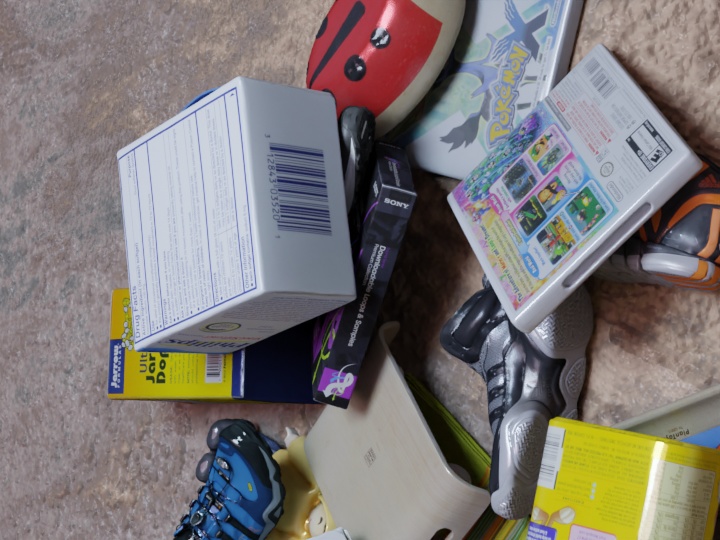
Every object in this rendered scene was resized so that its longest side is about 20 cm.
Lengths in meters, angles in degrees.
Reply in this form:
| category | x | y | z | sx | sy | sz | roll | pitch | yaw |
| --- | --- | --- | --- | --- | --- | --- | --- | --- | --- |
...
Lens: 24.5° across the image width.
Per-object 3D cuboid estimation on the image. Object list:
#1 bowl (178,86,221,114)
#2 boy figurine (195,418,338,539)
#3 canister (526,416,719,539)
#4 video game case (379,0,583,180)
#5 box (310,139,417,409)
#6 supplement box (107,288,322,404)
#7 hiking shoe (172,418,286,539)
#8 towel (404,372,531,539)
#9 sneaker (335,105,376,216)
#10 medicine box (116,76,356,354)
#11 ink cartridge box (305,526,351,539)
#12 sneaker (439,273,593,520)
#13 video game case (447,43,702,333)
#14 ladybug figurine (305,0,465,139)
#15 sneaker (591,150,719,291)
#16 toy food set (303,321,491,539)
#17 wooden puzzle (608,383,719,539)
| category | x | y | z | sx | sy | sz | roll | pitch | yaw |
| --- | --- | --- | --- | --- | --- | --- | --- | --- | --- |
| bowl | -0.134 | -0.080 | 1.634 | 0.200 | 0.039 | 0.202 | -12 | 71 | 41 |
| boy figurine | -0.069 | 0.213 | 1.527 | 0.200 | 0.064 | 0.125 | 31 | 103 | 44 |
| canister | 0.183 | 0.217 | 1.205 | 0.148 | 0.086 | 0.202 | 8 | 85 | 47 |
| video game case | 0.103 | -0.178 | 1.438 | 0.182 | 0.022 | 0.202 | 18 | 97 | 44 |
| box | 0.000 | 0.000 | 1.435 | 0.143 | 0.036 | 0.201 | -98 | 26 | -71 |
| supplement box | -0.138 | 0.071 | 1.577 | 0.199 | 0.108 | 0.110 | -4 | 81 | 43 |
| hiking shoe | -0.122 | 0.223 | 1.470 | 0.074 | 0.086 | 0.201 | 36 | 133 | 35 |
| towel | 0.075 | 0.181 | 1.422 | 0.200 | 0.018 | 0.086 | 47 | 115 | 37 |
| sneaker | -0.038 | -0.081 | 1.463 | 0.200 | 0.079 | 0.074 | 122 | 167 | -59 |
| medicine box | -0.109 | -0.040 | 1.404 | 0.199 | 0.102 | 0.184 | -23 | 68 | 48 |
| ink cartridge box | -0.089 | 0.304 | 1.421 | 0.088 | 0.144 | 0.200 | 64 | 152 | 16 |
| sneaker | 0.118 | 0.097 | 1.355 | 0.113 | 0.075 | 0.202 | 10 | 86 | 45 |
| video game case | 0.159 | -0.068 | 1.288 | 0.182 | 0.024 | 0.200 | -45 | 31 | 15 |
| ladybug figurine | 0.013 | -0.201 | 1.456 | 0.201 | 0.072 | 0.136 | -57 | 44 | 19 |
| sneaker | 0.212 | -0.051 | 1.291 | 0.199 | 0.077 | 0.113 | 10 | 81 | 43 |
| toy food set | 0.031 | 0.164 | 1.428 | 0.144 | 0.060 | 0.201 | -56 | 42 | 30 |
| wooden puzzle | 0.249 | 0.196 | 1.232 | 0.185 | 0.046 | 0.201 | -27 | 67 | 38 |
